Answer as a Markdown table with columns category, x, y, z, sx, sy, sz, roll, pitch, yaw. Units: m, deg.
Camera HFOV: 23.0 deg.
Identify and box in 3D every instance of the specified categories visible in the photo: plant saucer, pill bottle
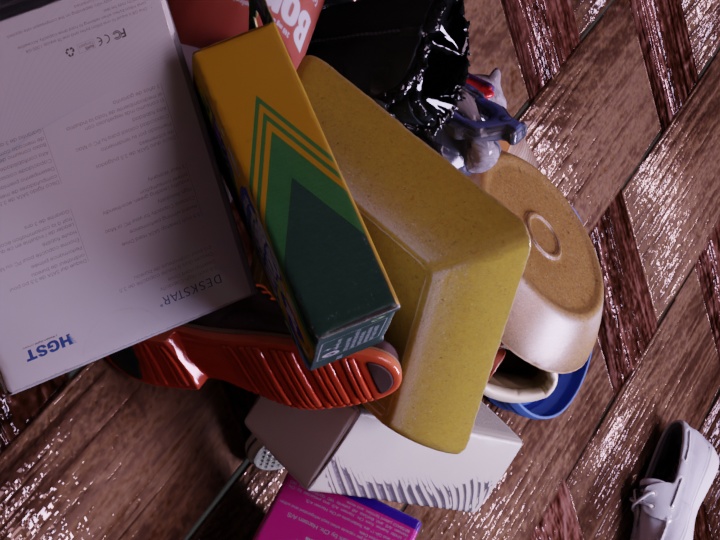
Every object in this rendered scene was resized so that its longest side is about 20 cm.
| category | x | y | z | sx | sy | sz | roll | pitch | yaw |
| --- | --- | --- | --- | --- | --- | --- | --- | --- | --- |
| plant saucer | 0.000 | 0.000 | 1.099 | 0.048 | 0.200 | 0.200 | -28 | 146 | -36 |
| pill bottle | -0.092 | -0.141 | 1.123 | 0.112 | 0.112 | 0.200 | 46 | 53 | -48 |
| plant saucer | 0.127 | -0.019 | 1.343 | 0.200 | 0.035 | 0.200 | 35 | 38 | -32 |

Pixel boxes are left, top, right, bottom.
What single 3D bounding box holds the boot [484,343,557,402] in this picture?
| category | x | y | z | sx | sy | sz | roll | pitch | yaw |
| --- | --- | --- | --- | --- | --- | --- | --- | --- | --- |
| boot | 0.060 | 0.039 | 1.324 | 0.200 | 0.107 | 0.075 | 22 | 106 | -27 |

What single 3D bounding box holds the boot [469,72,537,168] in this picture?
| category | x | y | z | sx | sy | sz | roll | pitch | yaw |
| --- | --- | --- | --- | --- | --- | --- | --- | --- | --- |
| boot | 0.065 | -0.065 | 1.409 | 0.155 | 0.077 | 0.200 | 46 | 64 | -39 |

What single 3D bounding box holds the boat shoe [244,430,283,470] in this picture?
| category | x | y | z | sx | sy | sz | roll | pitch | yaw |
| --- | --- | --- | --- | --- | --- | --- | --- | --- | --- |
| boat shoe | -0.013 | 0.059 | 1.258 | 0.200 | 0.062 | 0.075 | -50 | 146 | 0 |

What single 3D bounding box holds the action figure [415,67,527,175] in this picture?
| category | x | y | z | sx | sy | sz | roll | pitch | yaw |
| --- | --- | --- | --- | --- | --- | --- | --- | --- | --- |
| action figure | 0.020 | -0.093 | 1.279 | 0.193 | 0.200 | 0.105 | -32 | 137 | -20 |

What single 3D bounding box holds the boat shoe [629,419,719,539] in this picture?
| category | x | y | z | sx | sy | sz | roll | pitch | yaw |
| --- | --- | --- | --- | --- | --- | --- | --- | --- | --- |
| boat shoe | 0.307 | 0.236 | 1.800 | 0.069 | 0.072 | 0.200 | 47 | 56 | -20 |

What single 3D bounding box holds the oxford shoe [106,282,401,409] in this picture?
| category | x | y | z | sx | sy | sz | roll | pitch | yaw |
| --- | --- | --- | --- | --- | --- | --- | --- | --- | --- |
| oxford shoe | -0.063 | 0.035 | 1.093 | 0.071 | 0.200 | 0.073 | 71 | 35 | -48 |

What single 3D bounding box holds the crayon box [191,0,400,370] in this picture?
| category | x | y | z | sx | sy | sz | roll | pitch | yaw |
| --- | --- | --- | --- | --- | --- | --- | --- | --- | --- |
| crayon box | -0.045 | -0.051 | 0.984 | 0.126 | 0.052 | 0.200 | 108 | -41 | -78 |

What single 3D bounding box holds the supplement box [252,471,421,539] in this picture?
| category | x | y | z | sx | sy | sz | roll | pitch | yaw |
| --- | --- | --- | --- | --- | --- | --- | --- | --- | --- |
| supplement box | -0.048 | 0.247 | 1.181 | 0.200 | 0.103 | 0.101 | -60 | 172 | -34 |

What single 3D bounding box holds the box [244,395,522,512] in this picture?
| category | x | y | z | sx | sy | sz | roll | pitch | yaw |
| --- | --- | --- | --- | --- | --- | --- | --- | --- | --- |
| box | 0.020 | 0.112 | 1.223 | 0.200 | 0.082 | 0.068 | 17 | 111 | -50 |

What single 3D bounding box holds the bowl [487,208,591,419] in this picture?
| category | x | y | z | sx | sy | sz | roll | pitch | yaw |
| --- | --- | --- | --- | --- | --- | --- | --- | --- | --- |
| bowl | 0.151 | 0.031 | 1.572 | 0.201 | 0.039 | 0.201 | -3 | 94 | -57 |

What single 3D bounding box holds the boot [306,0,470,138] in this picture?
| category | x | y | z | sx | sy | sz | roll | pitch | yaw |
| --- | --- | --- | --- | --- | --- | --- | --- | --- | --- |
| boot | 0.000 | -0.174 | 1.219 | 0.073 | 0.162 | 0.198 | 40 | 57 | -48 |

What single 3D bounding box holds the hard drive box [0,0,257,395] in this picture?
| category | x | y | z | sx | sy | sz | roll | pitch | yaw |
| --- | --- | --- | --- | --- | --- | --- | --- | --- | --- |
| hard drive box | -0.164 | -0.056 | 0.980 | 0.156 | 0.077 | 0.200 | -22 | 114 | -16 |
